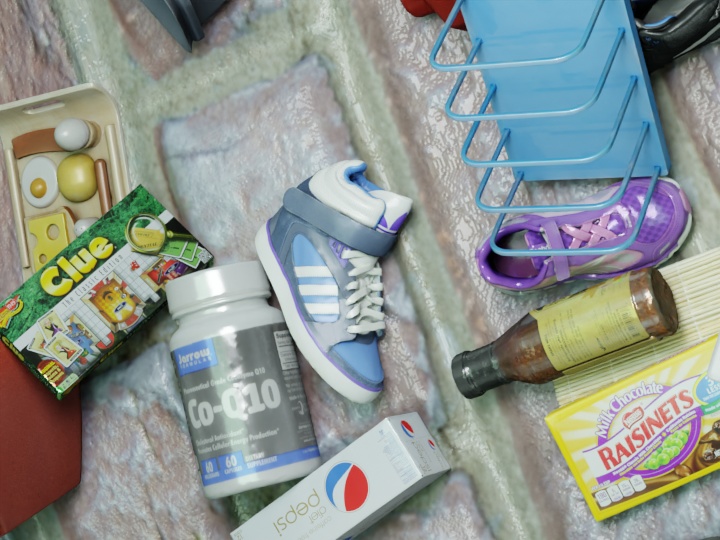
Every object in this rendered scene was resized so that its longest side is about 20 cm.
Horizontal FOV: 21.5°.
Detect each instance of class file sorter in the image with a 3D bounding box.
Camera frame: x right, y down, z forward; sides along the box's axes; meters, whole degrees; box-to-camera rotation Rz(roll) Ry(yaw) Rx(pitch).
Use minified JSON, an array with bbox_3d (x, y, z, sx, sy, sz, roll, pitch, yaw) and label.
[{"bbox_3d":[0.150,-0.123,1.513,0.138,0.123,0.201,0,131,27],"label":"file sorter"}]

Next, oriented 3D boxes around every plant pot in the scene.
[{"bbox_3d":[-0.382,0.158,1.824,0.199,0.200,0.178,-11,102,33],"label":"plant pot"}]

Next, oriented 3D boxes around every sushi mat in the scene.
[{"bbox_3d":[0.247,0.052,1.609,0.199,0.012,0.096,-22,81,25],"label":"sushi mat"}]

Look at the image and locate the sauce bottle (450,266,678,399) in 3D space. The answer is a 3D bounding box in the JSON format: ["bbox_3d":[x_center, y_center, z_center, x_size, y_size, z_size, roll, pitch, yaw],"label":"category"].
[{"bbox_3d":[0.169,0.057,1.605,0.199,0.066,0.067,-22,82,24],"label":"sauce bottle"}]

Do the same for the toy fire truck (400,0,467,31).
[{"bbox_3d":[0.056,-0.304,1.608,0.111,0.168,0.202,-16,84,26],"label":"toy fire truck"}]

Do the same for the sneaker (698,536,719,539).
[{"bbox_3d":[0.345,0.252,1.530,0.198,0.079,0.076,-9,88,25],"label":"sneaker"}]

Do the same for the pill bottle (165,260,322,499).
[{"bbox_3d":[-0.111,0.099,1.732,0.113,0.114,0.202,-17,84,26],"label":"pill bottle"}]

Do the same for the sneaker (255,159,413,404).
[{"bbox_3d":[0.000,0.000,1.692,0.146,0.080,0.201,-39,70,26],"label":"sneaker"}]

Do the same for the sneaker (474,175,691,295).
[{"bbox_3d":[0.180,-0.025,1.598,0.199,0.088,0.081,-17,85,25],"label":"sneaker"}]

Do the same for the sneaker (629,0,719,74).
[{"bbox_3d":[0.216,-0.194,1.562,0.199,0.112,0.074,-29,77,23],"label":"sneaker"}]

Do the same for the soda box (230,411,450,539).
[{"bbox_3d":[-0.019,0.210,1.715,0.200,0.068,0.064,-37,76,22],"label":"soda box"}]

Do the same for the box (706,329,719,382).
[{"bbox_3d":[0.387,0.014,1.431,0.199,0.171,0.201,20,100,10],"label":"box"}]

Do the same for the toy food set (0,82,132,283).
[{"bbox_3d":[-0.298,-0.071,1.850,0.142,0.060,0.202,-11,86,26],"label":"toy food set"}]

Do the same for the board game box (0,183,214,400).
[{"bbox_3d":[-0.243,0.018,1.770,0.105,0.023,0.200,42,67,11],"label":"board game box"}]

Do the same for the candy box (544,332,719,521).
[{"bbox_3d":[0.262,0.127,1.589,0.199,0.026,0.103,-28,86,24],"label":"candy box"}]

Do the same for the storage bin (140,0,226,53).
[{"bbox_3d":[-0.172,-0.322,1.751,0.134,0.146,0.200,-39,73,-7],"label":"storage bin"}]
